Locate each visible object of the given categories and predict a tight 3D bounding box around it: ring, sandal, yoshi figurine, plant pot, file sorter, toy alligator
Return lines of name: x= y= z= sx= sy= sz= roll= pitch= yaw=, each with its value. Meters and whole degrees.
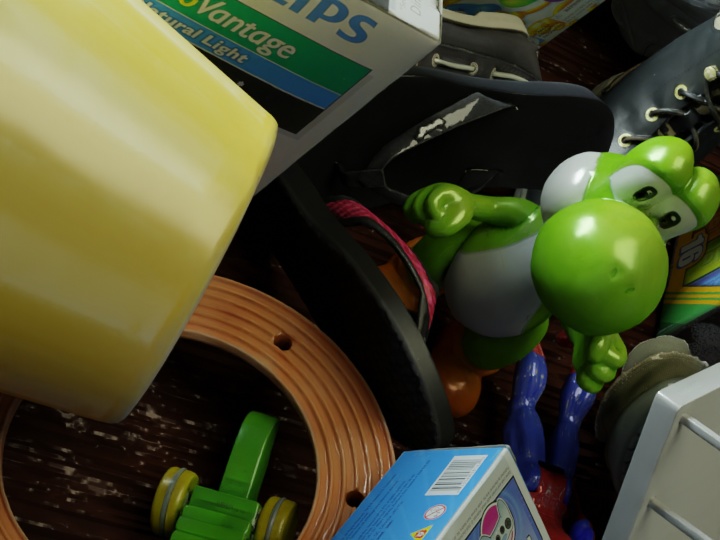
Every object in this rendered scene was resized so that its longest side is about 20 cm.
ring: x=-0.082 y=0.082 z=0.690 sx=0.198 sy=0.019 sz=0.202 roll=7 pitch=49 yaw=-8
sandal: x=0.049 y=-0.065 z=0.863 sx=0.198 sy=0.077 sz=0.043 roll=-8 pitch=36 yaw=-24
yoshi figurine: x=0.079 y=0.005 z=0.791 sx=0.111 sy=0.199 sz=0.113 roll=12 pitch=61 yaw=-35
sandal: x=0.000 y=0.000 z=0.766 sx=0.045 sy=0.076 sz=0.200 roll=-15 pitch=43 yaw=-20
plant pot: x=-0.140 y=-0.045 z=0.613 sx=0.188 sy=0.201 sz=0.202 roll=29 pitch=51 yaw=-10
file sorter: x=0.194 y=0.151 z=0.786 sx=0.124 sy=0.202 sz=0.138 roll=34 pitch=34 yaw=32
toy alligator: x=-0.071 y=0.148 z=0.693 sx=0.059 sy=0.055 sz=0.201 roll=12 pitch=49 yaw=11

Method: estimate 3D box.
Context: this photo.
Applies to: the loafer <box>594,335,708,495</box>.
loafer: x=0.152 y=0.074 z=0.874 sx=0.070 sy=0.075 sz=0.200 roll=56 pitch=6 yaw=20

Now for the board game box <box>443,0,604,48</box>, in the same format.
board game box: x=0.045 y=-0.204 z=0.944 sx=0.198 sy=0.105 sz=0.104 roll=7 pitch=63 yaw=-37

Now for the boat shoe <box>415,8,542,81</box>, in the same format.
boat shoe: x=0.034 y=-0.098 z=0.901 sx=0.199 sy=0.072 sz=0.063 roll=-11 pitch=71 yaw=-48

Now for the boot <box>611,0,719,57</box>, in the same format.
boot: x=0.164 y=-0.191 z=1.062 sx=0.073 sy=0.096 sz=0.200 roll=-34 pitch=58 yaw=-26

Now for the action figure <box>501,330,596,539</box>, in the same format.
action figure: x=0.091 y=0.105 z=0.853 sx=0.065 sy=0.052 sz=0.202 roll=26 pitch=46 yaw=-21

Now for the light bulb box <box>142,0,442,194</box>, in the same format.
light bulb box: x=-0.064 y=-0.155 z=0.759 sx=0.124 sy=0.200 sz=0.200 roll=23 pitch=54 yaw=-28

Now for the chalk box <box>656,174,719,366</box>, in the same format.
chalk box: x=0.290 y=-0.010 z=0.976 sx=0.124 sy=0.199 sz=0.125 roll=36 pitch=48 yaw=-20

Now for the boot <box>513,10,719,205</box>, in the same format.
boot: x=0.172 y=-0.077 z=0.946 sx=0.073 sy=0.153 sz=0.204 roll=44 pitch=46 yaw=-12

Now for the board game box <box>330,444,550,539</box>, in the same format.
board game box: x=0.027 y=0.205 z=0.637 sx=0.200 sy=0.055 sz=0.197 roll=-45 pitch=117 yaw=-43
